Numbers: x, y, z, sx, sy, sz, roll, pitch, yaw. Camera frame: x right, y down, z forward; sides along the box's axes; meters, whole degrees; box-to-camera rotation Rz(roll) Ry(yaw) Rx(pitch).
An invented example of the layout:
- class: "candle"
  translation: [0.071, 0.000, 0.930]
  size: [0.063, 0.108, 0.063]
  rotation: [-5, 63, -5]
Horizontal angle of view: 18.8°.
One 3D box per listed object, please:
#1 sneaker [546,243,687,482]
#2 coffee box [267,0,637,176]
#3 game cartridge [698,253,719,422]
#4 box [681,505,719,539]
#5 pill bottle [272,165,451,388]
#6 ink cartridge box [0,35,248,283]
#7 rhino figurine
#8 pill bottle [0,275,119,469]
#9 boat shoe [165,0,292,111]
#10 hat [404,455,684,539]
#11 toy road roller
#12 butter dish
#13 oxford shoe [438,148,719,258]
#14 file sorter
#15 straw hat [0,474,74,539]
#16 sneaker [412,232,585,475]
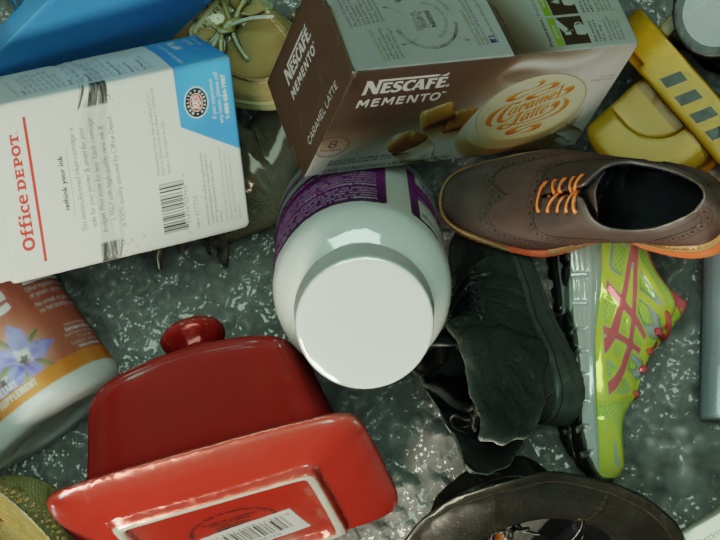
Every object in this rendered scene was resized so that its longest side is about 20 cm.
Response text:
- class: "sneaker"
  translation: [0.173, 0.040, 1.432]
  size: [0.089, 0.078, 0.202]
  rotation: [1, 85, -9]
- class: "coffee box"
  translation: [0.056, -0.130, 1.367]
  size: [0.198, 0.115, 0.080]
  rotation: [-7, 60, -25]
- class: "game cartridge"
  translation: [0.326, 0.039, 1.446]
  size: [0.198, 0.042, 0.135]
  rotation: [2, 85, 2]
- class: "box"
  translation: [0.283, 0.239, 1.396]
  size: [0.082, 0.068, 0.201]
  rotation: [-31, 81, -3]
- class: "pill bottle"
  translation: [0.000, 0.000, 1.360]
  size: [0.111, 0.200, 0.113]
  rotation: [0, 108, -1]
- class: "ink cartridge box"
  translation: [-0.178, -0.067, 1.357]
  size: [0.198, 0.068, 0.117]
  rotation: [-14, 113, -20]
- class: "rhino figurine"
  translation: [-0.072, -0.076, 1.466]
  size: [0.087, 0.060, 0.200]
  rotation: [40, 85, 11]
- class: "pill bottle"
  translation: [-0.256, 0.021, 1.429]
  size: [0.112, 0.112, 0.201]
  rotation: [-36, 81, -4]
- class: "boat shoe"
  translation: [-0.109, -0.170, 1.445]
  size: [0.199, 0.063, 0.073]
  rotation: [31, 77, 32]
- class: "hat"
  translation: [0.102, 0.173, 1.392]
  size: [0.199, 0.202, 0.081]
  rotation: [-16, 42, -1]
- class: "toy road roller"
  translation: [0.240, -0.090, 1.432]
  size: [0.146, 0.123, 0.200]
  rotation: [-41, 81, 10]
- class: "butter dish"
  translation: [-0.093, 0.099, 1.381]
  size: [0.198, 0.200, 0.149]
  rotation: [-16, 64, 3]
- class: "oxford shoe"
  translation: [0.137, -0.049, 1.373]
  size: [0.198, 0.072, 0.072]
  rotation: [1, 78, 23]
- class: "file sorter"
  translation: [-0.208, -0.185, 1.404]
  size: [0.200, 0.138, 0.123]
  rotation: [-37, 70, 39]
- class: "straw hat"
  translation: [-0.226, 0.180, 1.410]
  size: [0.201, 0.202, 0.085]
  rotation: [40, 43, 8]
- class: "sneaker"
  translation: [0.074, 0.044, 1.387]
  size: [0.103, 0.060, 0.201]
  rotation: [1, 46, -32]
